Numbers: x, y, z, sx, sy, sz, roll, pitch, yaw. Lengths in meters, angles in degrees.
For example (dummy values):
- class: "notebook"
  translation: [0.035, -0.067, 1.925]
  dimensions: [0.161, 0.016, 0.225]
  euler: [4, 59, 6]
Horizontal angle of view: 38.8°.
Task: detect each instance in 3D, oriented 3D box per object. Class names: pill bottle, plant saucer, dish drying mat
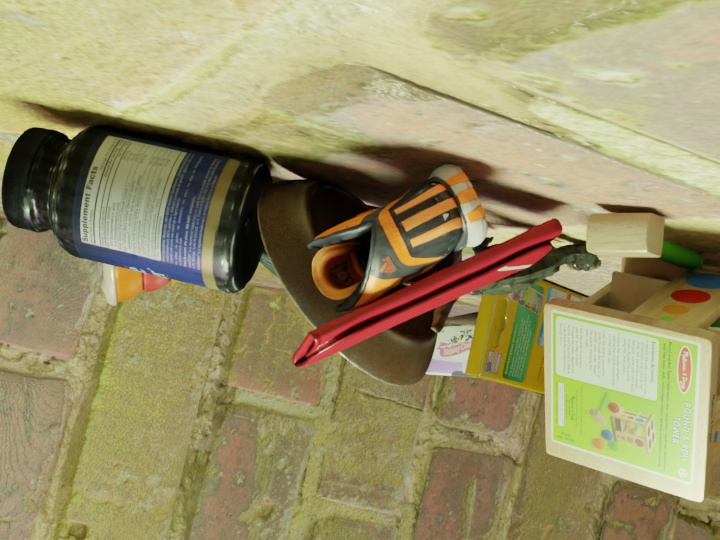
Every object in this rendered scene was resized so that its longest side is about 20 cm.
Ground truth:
- class: "pill bottle"
  translation: [-0.180, -0.056, 0.835]
  dimensions: [0.199, 0.112, 0.112]
  euler: [13, 175, 7]
- class: "plant saucer"
  translation: [0.000, 0.000, 0.827]
  dimensions: [0.034, 0.201, 0.200]
  euler: [-38, 147, 24]
- class: "dish drying mat"
  translation: [0.048, 0.018, 0.716]
  dimensions: [0.200, 0.018, 0.077]
  euler: [-24, 169, -20]

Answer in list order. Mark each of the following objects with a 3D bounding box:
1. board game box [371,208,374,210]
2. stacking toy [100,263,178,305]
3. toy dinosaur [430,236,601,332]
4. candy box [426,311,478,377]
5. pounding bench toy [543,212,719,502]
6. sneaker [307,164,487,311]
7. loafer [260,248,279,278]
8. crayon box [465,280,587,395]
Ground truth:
- class: "board game box"
  translation: [-0.015, -0.036, 1.037]
  dimensions: [0.126, 0.035, 0.200]
  euler: [12, 175, 8]
- class: "stacking toy"
  translation: [-0.305, -0.024, 1.596]
  dimensions: [0.199, 0.147, 0.146]
  euler: [-4, 179, -14]
- class: "toy dinosaur"
  translation: [0.111, 0.001, 0.850]
  dimensions: [0.200, 0.048, 0.088]
  euler: [-20, -158, -32]
- class: "candy box"
  translation: [0.203, 0.098, 1.381]
  dimensions: [0.167, 0.072, 0.200]
  euler: [1, -177, 31]
- class: "pounding bench toy"
  translation: [0.229, 0.033, 0.760]
  dimensions: [0.124, 0.201, 0.156]
  euler: [12, -153, 38]
- class: "sneaker"
  translation: [0.015, -0.015, 0.738]
  dimensions: [0.112, 0.078, 0.200]
  euler: [-25, 169, -10]
- class: "loafer"
  translation: [-0.100, -0.050, 0.924]
  dimensions: [0.200, 0.063, 0.072]
  euler: [34, 170, 18]
- class: "crayon box"
  translation: [0.193, 0.074, 1.186]
  dimensions: [0.051, 0.126, 0.200]
  euler: [8, 172, 46]
